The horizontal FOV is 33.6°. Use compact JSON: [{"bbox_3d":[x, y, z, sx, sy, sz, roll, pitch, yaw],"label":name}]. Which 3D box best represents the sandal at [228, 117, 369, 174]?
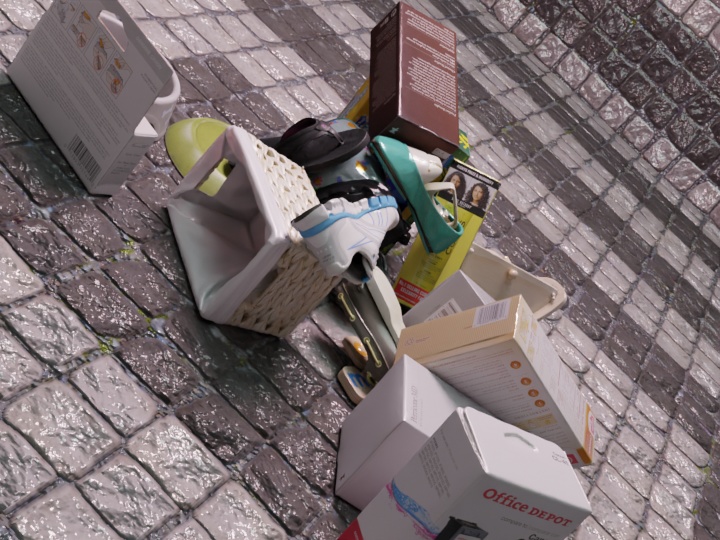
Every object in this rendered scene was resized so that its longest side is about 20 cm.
[{"bbox_3d":[-0.083,-0.151,1.448,0.048,0.198,0.076,65,37,-32],"label":"sandal"}]

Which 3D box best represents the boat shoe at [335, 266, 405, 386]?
[{"bbox_3d":[0.032,0.098,1.375,0.204,0.060,0.072,68,15,11],"label":"boat shoe"}]

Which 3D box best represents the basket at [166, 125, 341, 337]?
[{"bbox_3d":[-0.117,-0.039,1.340,0.123,0.136,0.201,25,29,-40],"label":"basket"}]

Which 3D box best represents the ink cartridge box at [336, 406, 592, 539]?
[{"bbox_3d":[0.091,0.239,1.104,0.146,0.200,0.086,24,29,-33],"label":"ink cartridge box"}]

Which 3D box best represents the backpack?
[{"bbox_3d":[-0.030,-0.100,1.502,0.201,0.164,0.128,-102,180,-58],"label":"backpack"}]

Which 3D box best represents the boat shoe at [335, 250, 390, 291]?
[{"bbox_3d":[0.000,0.000,1.543,0.071,0.072,0.201,50,21,-28],"label":"boat shoe"}]

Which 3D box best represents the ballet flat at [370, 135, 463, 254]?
[{"bbox_3d":[0.078,-0.105,1.490,0.201,0.070,0.068,59,7,-40],"label":"ballet flat"}]

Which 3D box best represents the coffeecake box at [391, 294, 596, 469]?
[{"bbox_3d":[0.150,0.139,1.315,0.201,0.152,0.074,55,33,-29],"label":"coffeecake box"}]

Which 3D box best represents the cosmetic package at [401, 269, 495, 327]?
[{"bbox_3d":[0.141,0.089,1.485,0.091,0.107,0.200,54,8,28],"label":"cosmetic package"}]

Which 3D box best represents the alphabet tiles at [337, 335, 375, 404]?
[{"bbox_3d":[0.057,0.158,1.415,0.199,0.015,0.197,8,41,-51],"label":"alphabet tiles"}]

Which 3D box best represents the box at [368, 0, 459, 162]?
[{"bbox_3d":[0.069,-0.236,1.536,0.099,0.075,0.202,23,49,-28],"label":"box"}]

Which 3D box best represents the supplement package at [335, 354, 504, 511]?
[{"bbox_3d":[0.087,0.209,1.245,0.199,0.120,0.122,34,26,-15],"label":"supplement package"}]

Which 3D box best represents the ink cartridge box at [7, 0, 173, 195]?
[{"bbox_3d":[-0.289,-0.216,1.317,0.201,0.177,0.044,52,26,21],"label":"ink cartridge box"}]

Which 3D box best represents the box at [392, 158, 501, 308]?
[{"bbox_3d":[0.112,-0.042,1.585,0.075,0.202,0.050,27,7,6],"label":"box"}]

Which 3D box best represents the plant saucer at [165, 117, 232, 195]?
[{"bbox_3d":[-0.162,-0.134,1.552,0.199,0.031,0.201,34,25,-18],"label":"plant saucer"}]

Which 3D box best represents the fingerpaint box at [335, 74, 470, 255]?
[{"bbox_3d":[0.026,-0.144,1.642,0.166,0.200,0.074,33,26,-19],"label":"fingerpaint box"}]

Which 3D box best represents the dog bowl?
[{"bbox_3d":[-0.311,-0.249,1.485,0.199,0.059,0.201,33,25,-18],"label":"dog bowl"}]

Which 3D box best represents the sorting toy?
[{"bbox_3d":[0.178,-0.006,1.778,0.198,0.107,0.181,27,21,-29],"label":"sorting toy"}]

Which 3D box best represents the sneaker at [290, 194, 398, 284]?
[{"bbox_3d":[-0.006,-0.029,1.281,0.199,0.074,0.088,-16,81,-63],"label":"sneaker"}]
